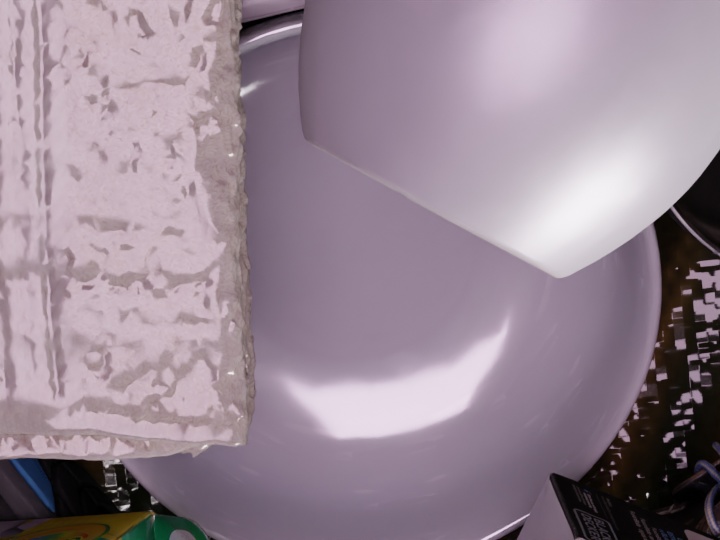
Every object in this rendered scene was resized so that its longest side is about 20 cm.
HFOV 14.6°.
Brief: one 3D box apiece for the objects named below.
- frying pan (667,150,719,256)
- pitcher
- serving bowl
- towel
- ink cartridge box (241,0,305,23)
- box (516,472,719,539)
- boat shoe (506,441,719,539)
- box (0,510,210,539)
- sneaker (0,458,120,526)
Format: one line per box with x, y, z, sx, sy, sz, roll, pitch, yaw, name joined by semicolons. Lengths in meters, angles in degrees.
0.161;-0.047;0.959;0.189;0.031;0.116;12;73;-32;frying pan
0.087;-0.093;0.761;0.171;0.121;0.201;28;92;-21;pitcher
0.000;0.000;0.957;0.199;0.066;0.201;-1;111;-3;serving bowl
-0.099;-0.037;0.878;0.132;0.034;0.201;0;102;0;towel
0.036;-0.176;0.916;0.199;0.084;0.147;-12;102;5;ink cartridge box
0.130;0.160;0.919;0.199;0.060;0.117;21;104;-10;box
0.140;0.093;0.968;0.199;0.072;0.073;-1;115;-9;boat shoe
-0.119;0.145;0.949;0.199;0.048;0.118;-8;106;33;box
-0.102;0.148;0.998;0.082;0.073;0.201;-26;98;10;sneaker
